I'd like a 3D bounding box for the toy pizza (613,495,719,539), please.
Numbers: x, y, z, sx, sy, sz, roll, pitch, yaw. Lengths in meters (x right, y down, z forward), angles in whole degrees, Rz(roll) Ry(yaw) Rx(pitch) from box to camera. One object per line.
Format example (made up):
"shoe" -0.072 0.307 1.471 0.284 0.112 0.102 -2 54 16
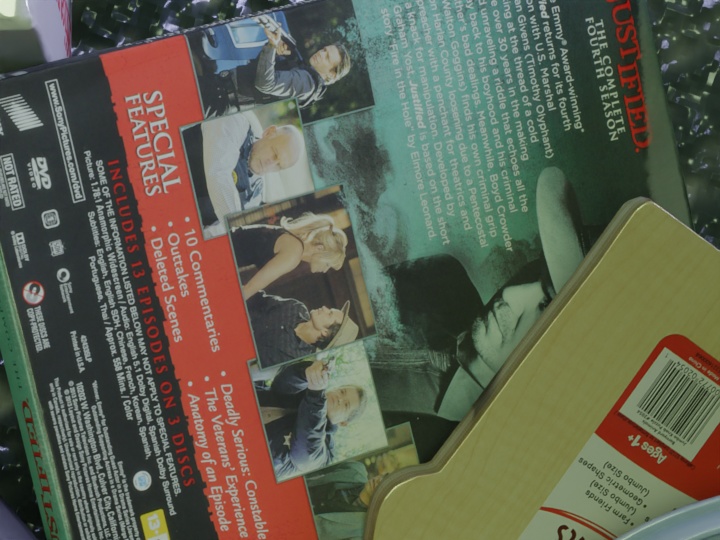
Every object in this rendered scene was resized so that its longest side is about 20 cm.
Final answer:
"toy pizza" 0.106 0.150 0.777 0.199 0.032 0.201 -3 104 -12

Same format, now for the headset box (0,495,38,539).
"headset box" -0.183 0.091 0.736 0.200 0.093 0.174 48 120 5

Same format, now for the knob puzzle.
"knob puzzle" 0.080 0.108 0.793 0.219 0.030 0.221 -3 103 -14

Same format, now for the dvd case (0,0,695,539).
"dvd case" 0.000 0.000 0.773 0.199 0.022 0.147 -17 98 -25

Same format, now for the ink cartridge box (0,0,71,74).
"ink cartridge box" -0.150 -0.146 0.778 0.144 0.147 0.201 0 83 -2
